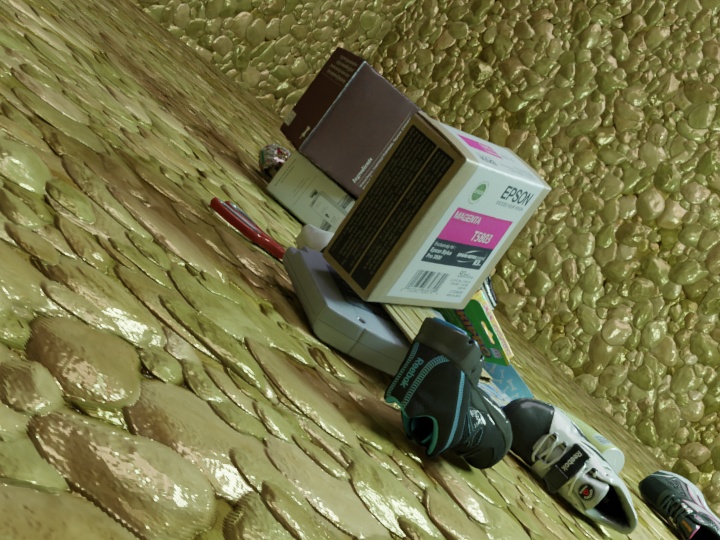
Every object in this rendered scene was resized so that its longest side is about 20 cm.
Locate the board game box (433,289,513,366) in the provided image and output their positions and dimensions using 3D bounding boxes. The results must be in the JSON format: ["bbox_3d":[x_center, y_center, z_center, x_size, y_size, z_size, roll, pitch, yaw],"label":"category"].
[{"bbox_3d":[0.118,0.064,1.137,0.096,0.030,0.199,62,-19,-16],"label":"board game box"}]

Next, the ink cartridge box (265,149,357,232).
[{"bbox_3d":[-0.038,-0.091,1.436,0.199,0.083,0.146,41,7,7],"label":"ink cartridge box"}]

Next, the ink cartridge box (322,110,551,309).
[{"bbox_3d":[0.080,-0.049,0.884,0.075,0.166,0.199,46,22,28],"label":"ink cartridge box"}]

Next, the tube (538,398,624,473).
[{"bbox_3d":[0.364,0.274,1.495,0.200,0.051,0.059,-132,-148,-67],"label":"tube"}]

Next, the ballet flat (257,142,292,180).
[{"bbox_3d":[-0.099,-0.140,1.559,0.199,0.076,0.064,33,39,-20],"label":"ballet flat"}]

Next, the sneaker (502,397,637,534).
[{"bbox_3d":[0.238,0.219,1.008,0.199,0.074,0.089,39,5,-11],"label":"sneaker"}]

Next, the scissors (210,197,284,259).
[{"bbox_3d":[-0.084,-0.013,0.991,0.199,0.014,0.073,41,4,-3],"label":"scissors"}]

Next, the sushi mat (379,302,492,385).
[{"bbox_3d":[0.048,0.039,0.895,0.095,0.012,0.200,15,27,-46],"label":"sushi mat"}]

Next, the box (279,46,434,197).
[{"bbox_3d":[0.009,-0.210,1.399,0.199,0.165,0.166,35,8,-25],"label":"box"}]

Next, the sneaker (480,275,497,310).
[{"bbox_3d":[0.207,0.025,1.913,0.200,0.116,0.076,42,7,16],"label":"sneaker"}]

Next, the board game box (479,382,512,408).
[{"bbox_3d":[0.105,0.123,1.044,0.135,0.035,0.200,42,7,17],"label":"board game box"}]

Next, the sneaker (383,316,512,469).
[{"bbox_3d":[0.070,0.121,0.759,0.073,0.082,0.201,26,-23,38],"label":"sneaker"}]

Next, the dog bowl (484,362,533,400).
[{"bbox_3d":[0.160,0.120,1.239,0.112,0.049,0.200,52,-1,-35],"label":"dog bowl"}]

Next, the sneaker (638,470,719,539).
[{"bbox_3d":[0.549,0.412,1.501,0.199,0.081,0.086,38,15,30],"label":"sneaker"}]

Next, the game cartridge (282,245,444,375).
[{"bbox_3d":[0.020,0.051,0.891,0.198,0.041,0.133,25,17,-34],"label":"game cartridge"}]

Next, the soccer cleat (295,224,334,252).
[{"bbox_3d":[0.000,0.000,1.113,0.199,0.070,0.086,34,10,-44],"label":"soccer cleat"}]
